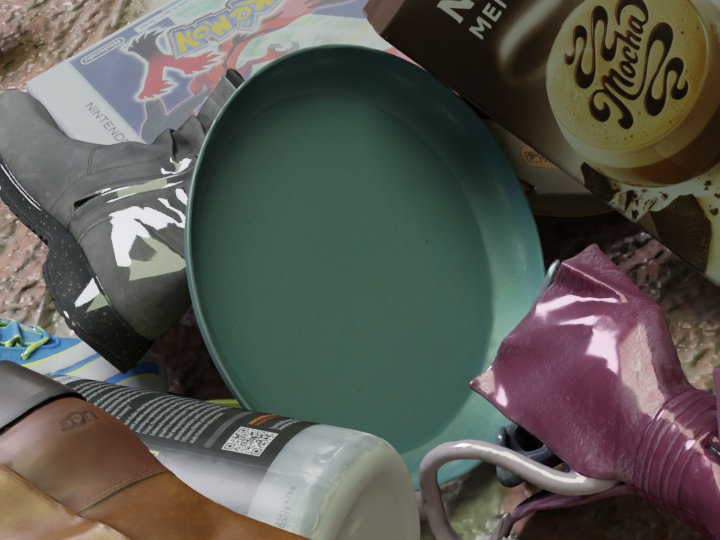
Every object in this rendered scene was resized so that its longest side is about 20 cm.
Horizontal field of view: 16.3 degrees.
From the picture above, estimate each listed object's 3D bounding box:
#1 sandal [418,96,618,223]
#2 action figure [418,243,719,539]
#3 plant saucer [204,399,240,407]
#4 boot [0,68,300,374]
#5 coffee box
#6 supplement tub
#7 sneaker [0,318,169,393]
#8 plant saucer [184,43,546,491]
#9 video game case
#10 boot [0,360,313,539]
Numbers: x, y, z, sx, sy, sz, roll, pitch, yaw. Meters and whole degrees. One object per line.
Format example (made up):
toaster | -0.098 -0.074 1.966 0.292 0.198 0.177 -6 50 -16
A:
sandal | 0.053 -0.055 1.204 0.199 0.054 0.081 -7 59 -23
action figure | 0.131 0.072 1.032 0.149 0.134 0.200 -38 44 -22
plant saucer | -0.075 0.140 1.099 0.199 0.031 0.201 -8 43 7
boot | -0.101 -0.050 1.199 0.132 0.070 0.200 -41 48 6
coffee box | 0.113 -0.100 1.147 0.113 0.199 0.080 -54 13 8
supplement tub | -0.086 0.111 1.020 0.199 0.123 0.123 10 48 24
sneaker | -0.194 0.046 1.179 0.199 0.105 0.076 -9 42 8
plant saucer | 0.000 0.000 1.111 0.027 0.200 0.200 -18 29 50
video game case | -0.051 -0.098 1.296 0.199 0.023 0.182 -31 43 -14
boot | -0.106 0.141 0.895 0.199 0.069 0.188 28 53 26
